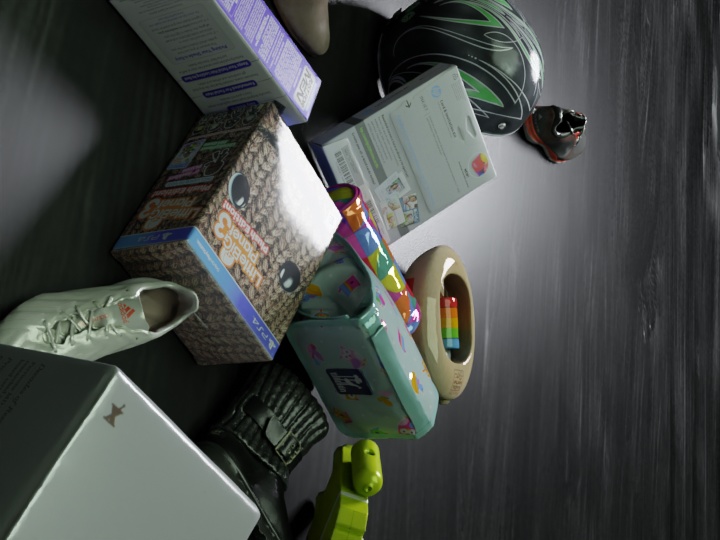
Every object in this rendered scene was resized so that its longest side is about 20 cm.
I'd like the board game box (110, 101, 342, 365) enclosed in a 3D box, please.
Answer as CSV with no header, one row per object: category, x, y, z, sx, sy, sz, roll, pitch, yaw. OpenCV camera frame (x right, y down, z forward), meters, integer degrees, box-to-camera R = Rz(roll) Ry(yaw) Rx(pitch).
board game box,-0.123,-0.036,1.112,0.160,0.096,0.201,57,42,-34

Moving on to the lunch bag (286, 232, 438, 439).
lunch bag,-0.007,0.075,1.175,0.121,0.200,0.171,-31,119,-10

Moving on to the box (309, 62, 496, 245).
box,0.055,-0.133,1.358,0.199,0.041,0.157,-33,117,-16

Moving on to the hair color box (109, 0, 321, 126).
hair color box,-0.138,-0.224,1.109,0.200,0.108,0.065,52,43,-39

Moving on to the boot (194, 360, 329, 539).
boot,-0.085,0.216,1.147,0.158,0.079,0.213,-47,123,-49

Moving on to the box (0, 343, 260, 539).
box,-0.222,0.195,0.834,0.200,0.170,0.201,54,54,-37

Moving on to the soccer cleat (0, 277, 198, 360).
soccer cleat,-0.224,0.044,0.956,0.199,0.077,0.070,-23,104,-50

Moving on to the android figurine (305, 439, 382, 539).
android figurine,-0.023,0.267,1.163,0.200,0.041,0.184,-94,-156,-70

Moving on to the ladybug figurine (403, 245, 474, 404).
ladybug figurine,0.093,0.070,1.447,0.135,0.071,0.203,15,72,-55

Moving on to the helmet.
helmet,0.138,-0.267,1.460,0.199,0.189,0.203,13,74,-54

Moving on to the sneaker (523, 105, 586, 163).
sneaker,0.340,-0.226,1.860,0.199,0.081,0.078,8,78,-56

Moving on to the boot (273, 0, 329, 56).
boot,-0.032,-0.342,1.255,0.201,0.145,0.070,63,37,-29

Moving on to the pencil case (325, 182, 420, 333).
pencil case,0.000,0.000,1.309,0.089,0.088,0.201,-55,128,-45
